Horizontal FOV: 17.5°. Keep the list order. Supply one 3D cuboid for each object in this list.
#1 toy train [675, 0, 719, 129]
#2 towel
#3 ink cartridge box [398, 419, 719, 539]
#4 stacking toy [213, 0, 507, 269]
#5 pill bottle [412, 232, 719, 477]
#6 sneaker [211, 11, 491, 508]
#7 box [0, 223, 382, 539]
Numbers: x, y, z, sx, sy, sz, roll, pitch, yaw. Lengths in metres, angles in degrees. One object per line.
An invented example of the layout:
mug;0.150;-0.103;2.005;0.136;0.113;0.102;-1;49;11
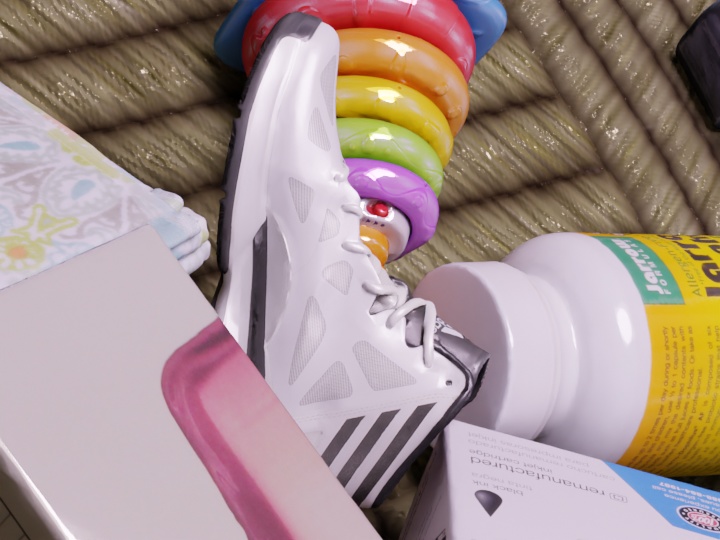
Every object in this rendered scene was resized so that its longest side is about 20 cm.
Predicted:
toy train;0.254;-0.074;1.264;0.114;0.085;0.200;-15;71;-28
towel;-0.178;-0.012;0.893;0.171;0.048;0.200;33;38;27
ink cartridge box;0.090;0.153;0.901;0.144;0.084;0.200;16;23;-7
stacking toy;-0.002;-0.043;1.037;0.116;0.110;0.200;19;53;-23
pill bottle;0.120;0.039;1.059;0.200;0.113;0.113;1;59;-34
sneaker;0.000;0.000;0.952;0.115;0.076;0.201;8;94;5
box;-0.074;0.109;0.757;0.109;0.128;0.200;-27;77;-44
